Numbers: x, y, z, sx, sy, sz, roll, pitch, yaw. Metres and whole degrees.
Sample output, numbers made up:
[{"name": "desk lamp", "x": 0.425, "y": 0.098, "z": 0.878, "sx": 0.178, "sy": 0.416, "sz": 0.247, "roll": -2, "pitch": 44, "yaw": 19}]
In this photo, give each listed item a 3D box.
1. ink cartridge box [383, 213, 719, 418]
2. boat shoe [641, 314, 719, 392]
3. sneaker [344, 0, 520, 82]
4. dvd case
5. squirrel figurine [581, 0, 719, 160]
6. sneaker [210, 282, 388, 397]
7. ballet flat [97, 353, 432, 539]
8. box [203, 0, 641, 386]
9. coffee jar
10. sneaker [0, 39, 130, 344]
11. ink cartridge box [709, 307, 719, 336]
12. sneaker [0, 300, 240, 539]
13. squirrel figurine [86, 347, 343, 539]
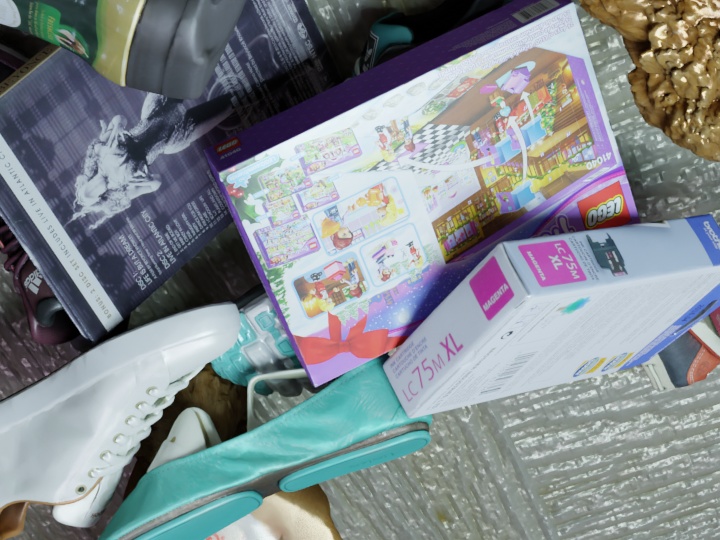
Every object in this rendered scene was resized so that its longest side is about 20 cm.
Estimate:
[{"name": "ink cartridge box", "x": 0.120, "y": 0.021, "z": 0.878, "sx": 0.199, "sy": 0.042, "sz": 0.119, "roll": -6, "pitch": 150, "yaw": -39}, {"name": "boat shoe", "x": 0.159, "y": 0.011, "z": 0.992, "sx": 0.062, "sy": 0.071, "sz": 0.200, "roll": -32, "pitch": 131, "yaw": 22}, {"name": "sneaker", "x": 0.016, "y": -0.092, "z": 0.876, "sx": 0.200, "sy": 0.071, "sz": 0.080, "roll": -43, "pitch": 116, "yaw": 7}, {"name": "dvd case", "x": -0.100, "y": -0.078, "z": 0.839, "sx": 0.200, "sy": 0.016, "sz": 0.149, "roll": -44, "pitch": 132, "yaw": -19}, {"name": "squirrel figurine", "x": 0.201, "y": -0.159, "z": 0.773, "sx": 0.199, "sy": 0.141, "sz": 0.187, "roll": -24, "pitch": 128, "yaw": -22}, {"name": "sneaker", "x": 0.000, "y": 0.000, "z": 0.929, "sx": 0.199, "sy": 0.091, "sz": 0.078, "roll": -26, "pitch": 123, "yaw": -4}, {"name": "ballet flat", "x": -0.060, "y": 0.098, "z": 0.882, "sx": 0.199, "sy": 0.071, "sz": 0.067, "roll": -23, "pitch": 160, "yaw": -3}, {"name": "box", "x": 0.036, "y": -0.043, "z": 0.842, "sx": 0.199, "sy": 0.039, "sz": 0.137, "roll": -26, "pitch": 119, "yaw": -6}, {"name": "coffee jar", "x": -0.147, "y": -0.157, "z": 0.746, "sx": 0.199, "sy": 0.105, "sz": 0.085, "roll": 21, "pitch": 161, "yaw": -5}, {"name": "sneaker", "x": -0.177, "y": -0.034, "z": 0.870, "sx": 0.075, "sy": 0.116, "sz": 0.200, "roll": -27, "pitch": 129, "yaw": 19}, {"name": "ink cartridge box", "x": 0.308, "y": -0.038, "z": 0.958, "sx": 0.146, "sy": 0.083, "sz": 0.201, "roll": 6, "pitch": 129, "yaw": -13}, {"name": "sneaker", "x": -0.136, "y": 0.086, "z": 0.884, "sx": 0.199, "sy": 0.073, "sz": 0.085, "roll": -30, "pitch": 83, "yaw": 22}, {"name": "squirrel figurine", "x": -0.094, "y": 0.126, "z": 1.001, "sx": 0.141, "sy": 0.187, "sz": 0.201, "roll": -20, "pitch": 97, "yaw": -1}]
